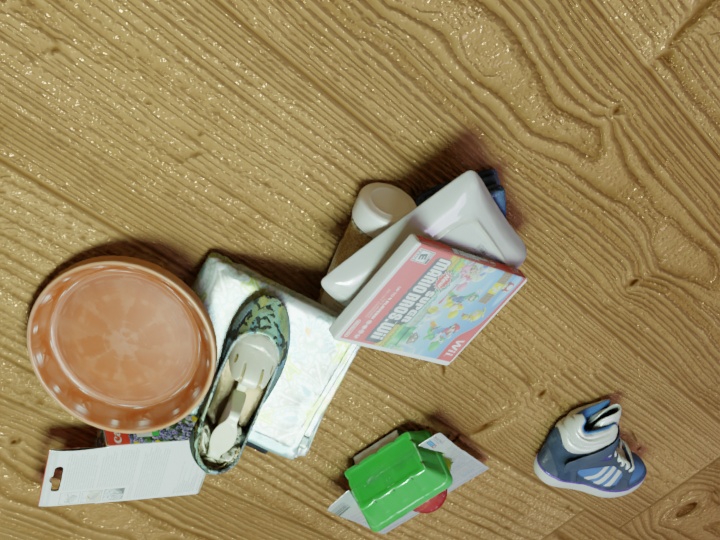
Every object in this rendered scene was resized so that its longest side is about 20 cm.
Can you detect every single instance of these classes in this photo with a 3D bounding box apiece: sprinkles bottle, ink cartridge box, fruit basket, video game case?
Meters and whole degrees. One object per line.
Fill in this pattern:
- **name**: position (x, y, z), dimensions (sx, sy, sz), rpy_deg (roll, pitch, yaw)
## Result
- **sprinkles bottle**: position (0.000, 0.000, 1.443), dimensions (0.067, 0.069, 0.201), rpy_deg (0, 134, -26)
- **ink cartridge box**: position (-0.277, 0.220, 1.551), dimensions (0.197, 0.051, 0.110), rpy_deg (-1, 134, -25)
- **fruit basket**: position (0.065, 0.288, 1.787), dimensions (0.184, 0.094, 0.200), rpy_deg (-34, 155, 11)
- **video game case**: position (0.075, 0.036, 1.413), dimensions (0.199, 0.018, 0.143), rpy_deg (16, 123, -47)

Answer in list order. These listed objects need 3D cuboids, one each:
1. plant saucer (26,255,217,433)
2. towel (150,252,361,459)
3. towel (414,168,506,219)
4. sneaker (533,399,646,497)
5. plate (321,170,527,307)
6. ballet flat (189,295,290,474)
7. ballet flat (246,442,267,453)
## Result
- **plant saucer**: position (-0.246, 0.076, 1.368), dimensions (0.197, 0.032, 0.203), rpy_deg (2, 115, 4)
- **towel**: position (-0.112, 0.096, 1.431), dimensions (0.198, 0.048, 0.173), rpy_deg (26, 102, -13)
- **towel**: position (0.109, -0.022, 1.490), dimensions (0.110, 0.049, 0.201), rpy_deg (-17, 140, -12)
- **sneaker**: position (0.356, 0.249, 1.878), dimensions (0.198, 0.081, 0.147), rpy_deg (8, 134, -26)
- **plate**: position (0.079, 0.004, 1.422), dimensions (0.199, 0.032, 0.200), rpy_deg (-36, 144, 5)
- **ballet flat**: position (-0.123, 0.126, 1.378), dimensions (0.074, 0.074, 0.202), rpy_deg (11, 106, -35)
- **ballet flat**: position (-0.150, 0.146, 1.521), dimensions (0.072, 0.073, 0.202), rpy_deg (-16, 133, -10)
